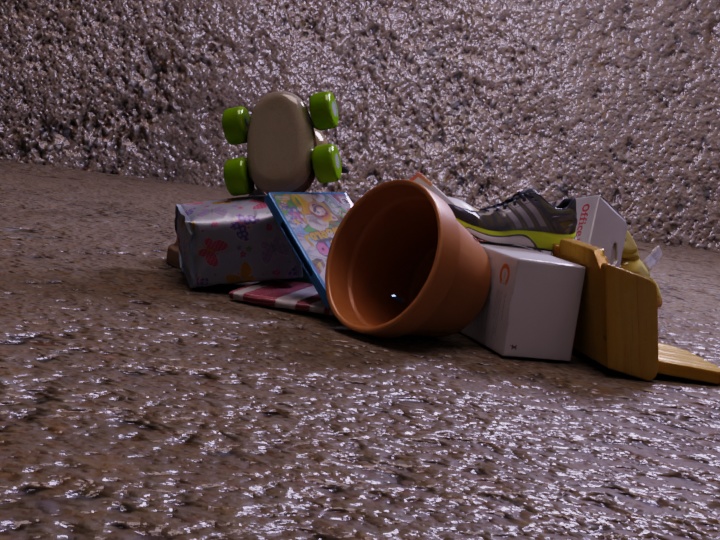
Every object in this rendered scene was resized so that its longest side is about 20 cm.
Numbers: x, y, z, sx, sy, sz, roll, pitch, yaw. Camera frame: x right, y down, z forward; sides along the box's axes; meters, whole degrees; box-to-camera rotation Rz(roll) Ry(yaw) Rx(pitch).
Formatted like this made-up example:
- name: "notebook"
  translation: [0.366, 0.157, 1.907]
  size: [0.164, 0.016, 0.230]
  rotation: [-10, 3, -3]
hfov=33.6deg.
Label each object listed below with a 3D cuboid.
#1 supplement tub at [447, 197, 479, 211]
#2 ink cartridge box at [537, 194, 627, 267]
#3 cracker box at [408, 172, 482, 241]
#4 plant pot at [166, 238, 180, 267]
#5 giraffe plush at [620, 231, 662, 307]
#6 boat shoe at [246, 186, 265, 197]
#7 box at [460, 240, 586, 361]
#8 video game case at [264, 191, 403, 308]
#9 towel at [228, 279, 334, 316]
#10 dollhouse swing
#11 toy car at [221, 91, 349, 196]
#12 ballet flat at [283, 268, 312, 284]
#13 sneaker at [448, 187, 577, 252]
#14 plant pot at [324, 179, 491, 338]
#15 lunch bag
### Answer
- name: "supplement tub"
  translation: [0.145, -0.038, 1.906]
  size: [0.144, 0.145, 0.200]
  rotation: [11, -2, 23]
- name: "ink cartridge box"
  translation: [0.281, -0.024, 1.775]
  size: [0.200, 0.146, 0.083]
  rotation: [-7, -33, 42]
- name: "cracker box"
  translation: [0.098, -0.038, 1.739]
  size: [0.200, 0.134, 0.058]
  rotation: [47, -7, 40]
- name: "plant pot"
  translation: [-0.206, -0.047, 1.914]
  size: [0.200, 0.093, 0.201]
  rotation: [8, 6, -1]
- name: "giraffe plush"
  translation: [0.368, 0.014, 1.905]
  size: [0.162, 0.173, 0.200]
  rotation: [-15, 0, 44]
- name: "boat shoe"
  translation: [-0.108, -0.088, 1.961]
  size: [0.200, 0.068, 0.072]
  rotation: [28, 8, 29]
- name: "box"
  translation: [0.200, 0.035, 1.569]
  size: [0.097, 0.125, 0.200]
  rotation: [6, 7, -17]
- name: "video game case"
  translation: [-0.032, -0.032, 1.636]
  size: [0.143, 0.018, 0.200]
  rotation: [-2, 50, -41]
- name: "towel"
  translation: [-0.063, 0.042, 1.650]
  size: [0.199, 0.023, 0.144]
  rotation: [9, 9, 19]
- name: "dollhouse swing"
  translation: [0.364, 0.050, 1.542]
  size: [0.175, 0.182, 0.200]
  rotation: [-4, 8, -8]
- name: "toy car"
  translation: [-0.095, -0.164, 1.785]
  size: [0.164, 0.158, 0.200]
  rotation: [-7, -16, 13]
- name: "ballet flat"
  translation: [-0.032, 0.005, 1.769]
  size: [0.200, 0.071, 0.067]
  rotation: [11, 12, 30]
- name: "sneaker"
  translation: [0.208, -0.076, 1.634]
  size: [0.199, 0.081, 0.074]
  rotation: [7, 6, -17]
- name: "plant pot"
  translation: [0.072, 0.000, 1.522]
  size: [0.140, 0.201, 0.200]
  rotation: [23, -5, -41]
- name: "lunch bag"
  translation: [-0.182, -0.047, 1.752]
  size: [0.169, 0.127, 0.200]
  rotation: [-6, 17, -14]
